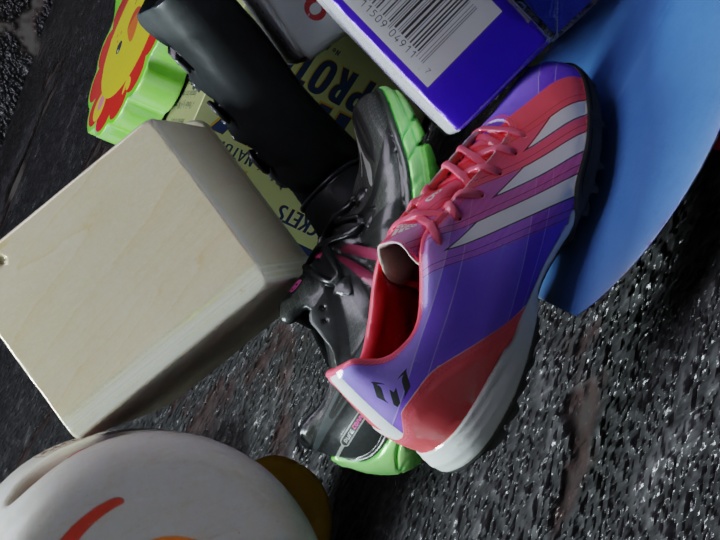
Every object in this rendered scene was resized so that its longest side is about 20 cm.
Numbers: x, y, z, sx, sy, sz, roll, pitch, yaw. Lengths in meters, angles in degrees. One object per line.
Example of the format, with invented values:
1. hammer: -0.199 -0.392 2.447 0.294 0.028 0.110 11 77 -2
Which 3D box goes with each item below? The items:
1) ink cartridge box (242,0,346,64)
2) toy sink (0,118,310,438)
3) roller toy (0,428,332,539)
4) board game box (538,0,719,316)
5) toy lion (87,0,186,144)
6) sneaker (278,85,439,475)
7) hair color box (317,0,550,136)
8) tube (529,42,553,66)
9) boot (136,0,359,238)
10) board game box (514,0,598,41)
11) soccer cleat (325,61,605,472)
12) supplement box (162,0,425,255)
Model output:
1. ink cartridge box: 0.000 -0.234 1.252 0.199 0.146 0.083 -36 9 -7
2. toy sink: -0.110 -0.002 1.173 0.130 0.112 0.200 -38 -4 9
3. roller toy: -0.115 0.171 1.128 0.202 0.181 0.140 -69 15 -10
4. board game box: 0.120 -0.054 0.962 0.159 0.039 0.200 -61 21 0
5. toy lion: -0.122 -0.184 1.407 0.200 0.068 0.193 -54 25 34
6. sneaker: 0.000 0.000 1.094 0.077 0.083 0.202 72 -160 -71
7. hair color box: 0.028 -0.124 1.049 0.065 0.109 0.200 -44 2 1
8. tube: 0.066 -0.143 1.211 0.200 0.057 0.052 -152 73 -76
9. boot: -0.040 -0.084 1.208 0.065 0.201 0.165 -37 15 -7
10. board game box: 0.105 -0.226 1.059 0.159 0.097 0.200 -42 21 12
11. soccer cleat: 0.047 -0.017 0.918 0.068 0.073 0.201 -28 35 55
12. supplement box: -0.052 -0.103 1.401 0.201 0.133 0.200 -66 15 -3
